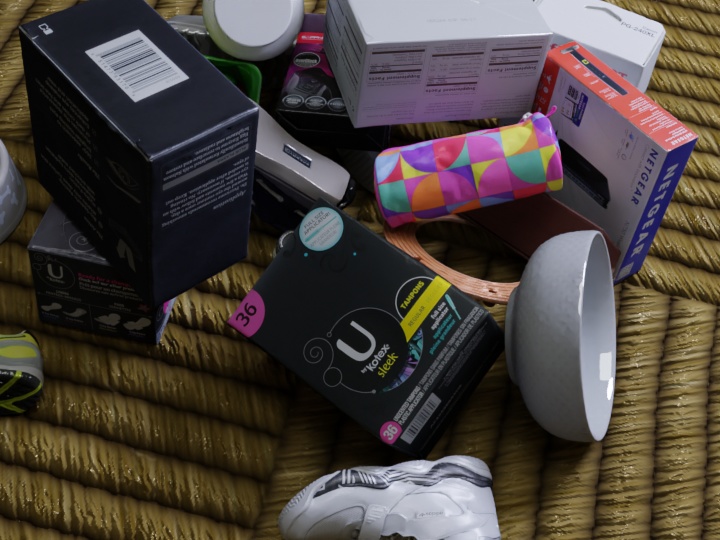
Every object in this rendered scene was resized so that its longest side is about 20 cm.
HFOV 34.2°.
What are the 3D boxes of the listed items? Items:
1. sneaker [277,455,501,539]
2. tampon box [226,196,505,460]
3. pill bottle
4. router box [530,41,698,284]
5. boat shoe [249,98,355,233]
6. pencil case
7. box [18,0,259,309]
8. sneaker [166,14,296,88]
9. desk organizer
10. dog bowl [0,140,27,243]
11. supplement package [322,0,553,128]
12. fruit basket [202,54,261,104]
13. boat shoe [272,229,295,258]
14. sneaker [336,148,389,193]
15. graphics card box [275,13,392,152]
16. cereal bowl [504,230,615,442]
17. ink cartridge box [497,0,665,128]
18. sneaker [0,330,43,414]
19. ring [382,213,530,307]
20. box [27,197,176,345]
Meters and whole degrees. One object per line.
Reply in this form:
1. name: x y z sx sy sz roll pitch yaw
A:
1. sneaker: 0.035 0.230 1.010 0.200 0.075 0.115 -7 47 -17
2. tampon box: 0.009 0.056 1.092 0.200 0.126 0.150 34 85 22
3. pill bottle: -0.118 -0.287 1.292 0.111 0.111 0.200 2 10 -5
4. router box: 0.250 -0.114 1.255 0.049 0.200 0.180 -26 55 -29
5. boat shoe: -0.110 -0.107 1.237 0.200 0.093 0.075 36 40 -16
6. pencil case: 0.112 -0.104 1.199 0.200 0.088 0.088 -14 49 7
7. box: -0.198 -0.110 1.050 0.117 0.200 0.197 -30 61 -30
8. sneaker: -0.154 -0.286 1.448 0.200 0.075 0.082 14 41 0
9. desk organizer: 0.189 -0.065 1.262 0.072 0.077 0.200 -16 43 -44
10. dog bowl: -0.463 -0.091 1.252 0.200 0.059 0.200 3 49 -4
11. supplement package: 0.075 -0.247 1.248 0.200 0.111 0.156 -5 47 -15
12. fruit basket: -0.212 -0.182 1.277 0.215 0.156 0.216 7 24 -3
13. boat shoe: 0.000 0.001 1.216 0.201 0.066 0.072 29 51 17
14. sneaker: 0.013 -0.176 1.367 0.105 0.075 0.200 -24 51 -18
15. graphics card box: -0.019 -0.216 1.322 0.125 0.051 0.200 7 46 5
16. cereal bowl: 0.187 0.062 1.109 0.083 0.200 0.200 -1 45 20
17. ink cartridge box: 0.244 -0.202 1.333 0.145 0.200 0.083 24 50 15
18. sneaker: -0.399 0.088 1.099 0.200 0.075 0.076 8 40 -13
19. ring: 0.118 -0.016 1.237 0.200 0.019 0.200 13 28 -7
20. box: -0.238 -0.044 1.197 0.132 0.115 0.200 11 49 4
